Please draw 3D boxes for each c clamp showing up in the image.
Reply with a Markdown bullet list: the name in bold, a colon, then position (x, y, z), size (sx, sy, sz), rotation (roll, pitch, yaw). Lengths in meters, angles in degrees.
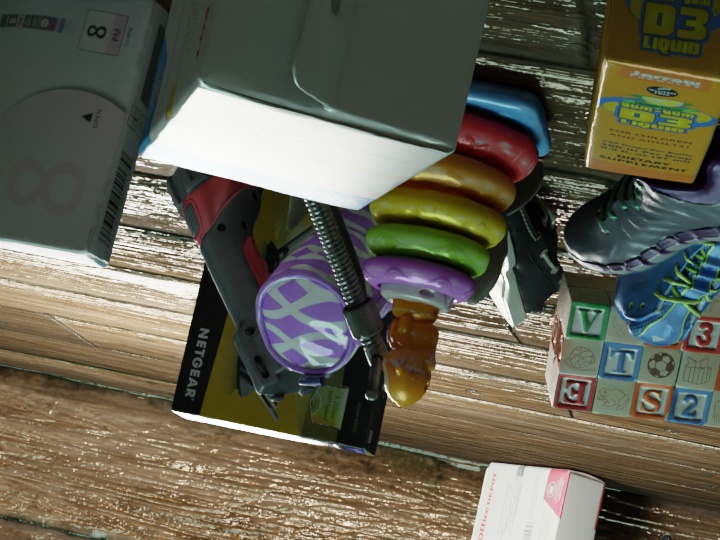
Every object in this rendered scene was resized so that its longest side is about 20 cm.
- **c clamp**: position (-0.019, -0.031, 1.327), size (0.027, 0.201, 0.171), rotation (-21, -172, 5)

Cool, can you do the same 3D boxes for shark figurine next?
- **shark figurine**: position (0.032, -0.072, 1.422), size (0.214, 0.128, 0.090), rotation (27, 154, 37)

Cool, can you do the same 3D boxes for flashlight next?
- **flashlight**: position (-0.078, 0.000, 1.555), size (0.068, 0.200, 0.068), rotation (-35, 152, 11)

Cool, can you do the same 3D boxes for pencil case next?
- **pencil case**: position (0.000, 0.000, 1.506), size (0.085, 0.084, 0.200), rotation (-5, -157, 27)

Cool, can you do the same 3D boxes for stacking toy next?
- **stacking toy**: position (0.042, -0.015, 1.289), size (0.109, 0.201, 0.116), rotation (10, 170, 13)

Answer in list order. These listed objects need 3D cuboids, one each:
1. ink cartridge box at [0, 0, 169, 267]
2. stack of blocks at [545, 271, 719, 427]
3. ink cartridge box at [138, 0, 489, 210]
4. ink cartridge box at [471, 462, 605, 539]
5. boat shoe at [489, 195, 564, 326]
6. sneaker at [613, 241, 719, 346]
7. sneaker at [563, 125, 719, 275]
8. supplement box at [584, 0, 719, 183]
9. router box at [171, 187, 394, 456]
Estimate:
- **ink cartridge box**: position (-0.228, -0.098, 1.278), size (0.199, 0.163, 0.057), rotation (11, 168, 9)
- **stack of blocks**: position (0.243, 0.048, 1.538), size (0.199, 0.116, 0.059), rotation (6, -159, -3)
- **ink cartridge box**: position (-0.019, -0.116, 1.018), size (0.125, 0.129, 0.200), rotation (15, 170, -13)
- **ink cartridge box**: position (0.276, 0.383, 3.309), size (0.083, 0.147, 0.200), rotation (19, 169, -33)
- **boat shoe**: position (0.115, -0.025, 1.539), size (0.074, 0.060, 0.200), rotation (55, 174, 31)
- **sneaker**: position (0.231, 0.000, 1.408), size (0.076, 0.105, 0.200), rotation (16, 170, -18)
- **sneaker**: position (0.185, -0.055, 1.319), size (0.087, 0.075, 0.200), rotation (34, 151, -29)
- **supplement box**: position (0.151, -0.101, 1.070), size (0.066, 0.069, 0.200), rotation (9, 167, 6)
- **router box**: position (-0.047, 0.031, 1.649), size (0.157, 0.201, 0.052), rotation (10, 171, 11)
